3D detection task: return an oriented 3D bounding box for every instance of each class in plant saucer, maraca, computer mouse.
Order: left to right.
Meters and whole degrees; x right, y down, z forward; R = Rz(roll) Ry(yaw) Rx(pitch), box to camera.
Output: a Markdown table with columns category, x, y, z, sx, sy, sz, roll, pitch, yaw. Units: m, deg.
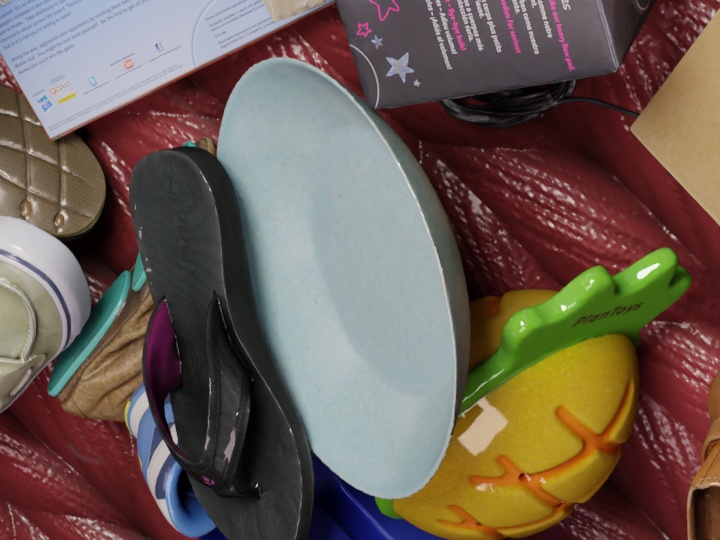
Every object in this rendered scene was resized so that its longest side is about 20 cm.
| category | x | y | z | sx | sy | sz | roll | pitch | yaw |
| --- | --- | --- | --- | --- | --- | --- | --- | --- | --- |
| plant saucer | 0.000 | 0.000 | 1.025 | 0.201 | 0.039 | 0.202 | 37 | 136 | 48 |
| maraca | 0.078 | 0.056 | 1.078 | 0.107 | 0.137 | 0.200 | 55 | 136 | 19 |
| computer mouse | 0.127 | -0.071 | 1.043 | 0.199 | 0.034 | 0.059 | 16 | 111 | 24 |

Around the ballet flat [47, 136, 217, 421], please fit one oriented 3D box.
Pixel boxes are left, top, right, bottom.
| category | x | y | z | sx | sy | sz | roll | pitch | yaw |
| --- | --- | --- | --- | --- | --- | --- | --- | --- | --- |
| ballet flat | -0.092 | 0.013 | 1.175 | 0.072 | 0.068 | 0.200 | 22 | 129 | -15 |

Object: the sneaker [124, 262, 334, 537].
| category | x | y | z | sx | sy | sz | roll | pitch | yaw |
| --- | --- | --- | --- | --- | --- | --- | --- | --- | --- |
| sneaker | -0.037 | 0.058 | 1.142 | 0.074 | 0.083 | 0.200 | 25 | 127 | -33 |

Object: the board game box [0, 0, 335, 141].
| category | x | y | z | sx | sy | sz | roll | pitch | yaw |
| --- | --- | --- | --- | --- | --- | --- | --- | --- | --- |
| board game box | -0.098 | -0.143 | 1.098 | 0.199 | 0.019 | 0.103 | -22 | 105 | 32 |

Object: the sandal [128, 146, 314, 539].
| category | x | y | z | sx | sy | sz | roll | pitch | yaw |
| --- | --- | --- | --- | --- | --- | --- | --- | --- | --- |
| sandal | -0.077 | 0.044 | 1.079 | 0.075 | 0.048 | 0.202 | -13 | 94 | 43 |

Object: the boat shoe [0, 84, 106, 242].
| category | x | y | z | sx | sy | sz | roll | pitch | yaw |
| --- | --- | --- | --- | --- | --- | --- | --- | --- | --- |
| boat shoe | -0.223 | -0.062 | 1.188 | 0.199 | 0.072 | 0.068 | 19 | 158 | 3 |

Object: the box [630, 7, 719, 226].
| category | x | y | z | sx | sy | sz | roll | pitch | yaw |
| --- | --- | --- | --- | --- | --- | --- | --- | --- | --- |
| box | 0.220 | -0.078 | 0.942 | 0.164 | 0.021 | 0.200 | 49 | 122 | 23 |

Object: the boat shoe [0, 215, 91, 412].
| category | x | y | z | sx | sy | sz | roll | pitch | yaw |
| --- | --- | --- | --- | --- | --- | --- | --- | --- | --- |
| boat shoe | -0.187 | 0.039 | 1.186 | 0.072 | 0.062 | 0.200 | 30 | 150 | 0 |

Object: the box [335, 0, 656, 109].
| category | x | y | z | sx | sy | sz | roll | pitch | yaw |
| --- | --- | --- | --- | --- | --- | --- | --- | --- | --- |
| box | 0.047 | -0.187 | 0.941 | 0.114 | 0.132 | 0.201 | -5 | 116 | 25 |

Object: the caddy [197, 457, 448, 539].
| category | x | y | z | sx | sy | sz | roll | pitch | yaw |
| --- | --- | --- | --- | --- | --- | --- | --- | --- | --- |
| caddy | 0.007 | 0.184 | 1.181 | 0.200 | 0.141 | 0.105 | 41 | 122 | -3 |

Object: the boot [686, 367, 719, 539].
| category | x | y | z | sx | sy | sz | roll | pitch | yaw |
| --- | --- | --- | --- | --- | --- | --- | --- | --- | --- |
| boot | 0.204 | 0.129 | 1.048 | 0.073 | 0.155 | 0.201 | -21 | 109 | 32 |

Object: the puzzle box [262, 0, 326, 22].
| category | x | y | z | sx | sy | sz | roll | pitch | yaw |
| --- | --- | --- | --- | --- | --- | --- | --- | --- | --- |
| puzzle box | -0.066 | -0.215 | 0.935 | 0.025 | 0.201 | 0.133 | -21 | 146 | -9 |
